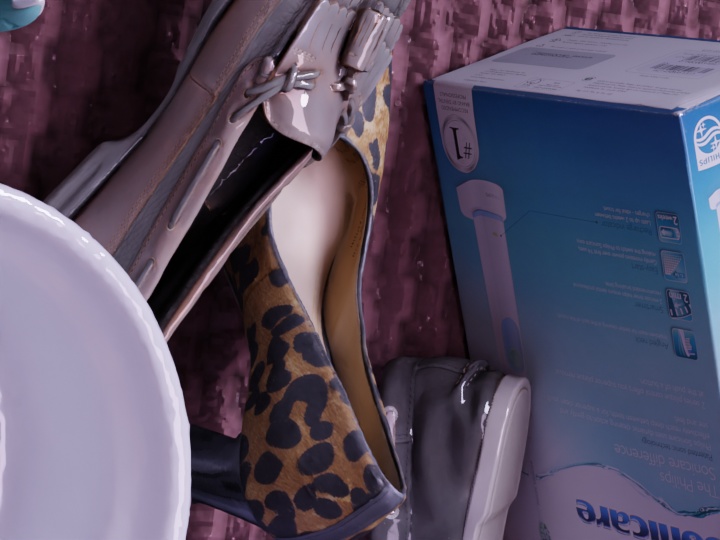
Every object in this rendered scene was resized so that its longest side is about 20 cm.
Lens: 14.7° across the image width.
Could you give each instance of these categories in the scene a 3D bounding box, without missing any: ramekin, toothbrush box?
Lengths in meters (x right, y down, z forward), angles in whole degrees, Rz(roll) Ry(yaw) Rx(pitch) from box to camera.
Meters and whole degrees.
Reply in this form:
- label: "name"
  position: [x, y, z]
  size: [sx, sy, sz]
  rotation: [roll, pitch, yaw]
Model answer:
- label: "ramekin"
  position: [-0.161, 0.066, 0.880]
  size: [0.200, 0.098, 0.202]
  rotation: [-4, 97, -35]
- label: "toothbrush box"
  position: [0.114, 0.016, 1.074]
  size: [0.085, 0.146, 0.201]
  rotation: [-21, 109, -34]

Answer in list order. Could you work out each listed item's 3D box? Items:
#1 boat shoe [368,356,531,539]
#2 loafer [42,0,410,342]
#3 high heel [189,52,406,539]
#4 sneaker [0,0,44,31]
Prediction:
- label: "boat shoe"
  position: [0.020, 0.131, 1.083]
  size: [0.067, 0.057, 0.201]
  rotation: [-1, 104, -72]
- label: "loafer"
  position: [-0.036, -0.044, 0.946]
  size: [0.200, 0.063, 0.072]
  rotation: [-47, 147, 9]
- label: "high heel"
  position: [0.000, 0.000, 0.980]
  size: [0.071, 0.142, 0.201]
  rotation: [31, 77, -38]
- label: "sneaker"
  position: [-0.142, -0.180, 0.894]
  size: [0.091, 0.077, 0.201]
  rotation: [-53, 132, -41]
